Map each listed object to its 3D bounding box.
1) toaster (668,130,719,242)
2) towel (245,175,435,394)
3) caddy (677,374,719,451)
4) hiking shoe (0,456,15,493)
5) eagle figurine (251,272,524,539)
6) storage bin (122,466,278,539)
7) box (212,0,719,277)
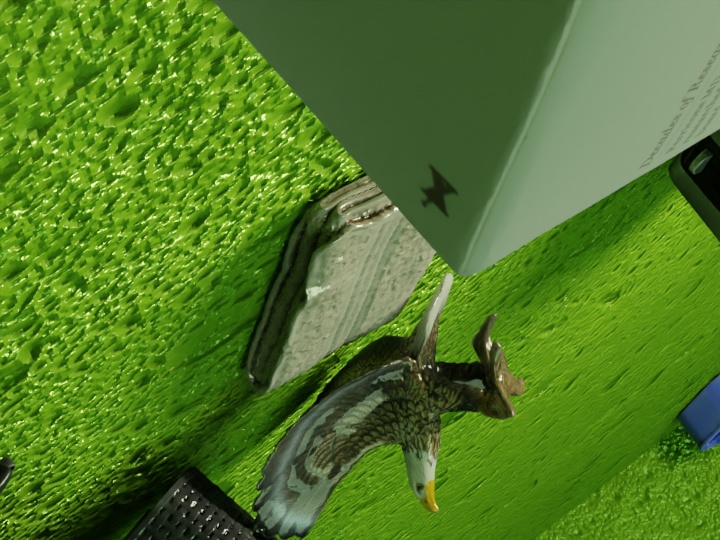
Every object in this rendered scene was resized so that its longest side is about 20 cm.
[{"bbox_3d":[0.385,-0.131,1.230,0.200,0.119,0.181,-27,158,-32],"label":"toaster"},{"bbox_3d":[0.000,0.000,0.929,0.132,0.034,0.200,-28,158,-31],"label":"towel"},{"bbox_3d":[0.698,0.264,2.724,0.141,0.105,0.200,-25,156,-40],"label":"caddy"},{"bbox_3d":[-0.220,0.092,0.683,0.087,0.074,0.200,-43,172,-16],"label":"hiking shoe"},{"bbox_3d":[0.016,0.108,1.040,0.200,0.151,0.152,-15,141,11],"label":"eagle figurine"},{"bbox_3d":[-0.154,0.246,1.012,0.200,0.094,0.135,-50,178,-2],"label":"storage bin"},{"bbox_3d":[0.052,-0.152,0.432,0.171,0.199,0.200,-29,157,-29],"label":"box"}]
